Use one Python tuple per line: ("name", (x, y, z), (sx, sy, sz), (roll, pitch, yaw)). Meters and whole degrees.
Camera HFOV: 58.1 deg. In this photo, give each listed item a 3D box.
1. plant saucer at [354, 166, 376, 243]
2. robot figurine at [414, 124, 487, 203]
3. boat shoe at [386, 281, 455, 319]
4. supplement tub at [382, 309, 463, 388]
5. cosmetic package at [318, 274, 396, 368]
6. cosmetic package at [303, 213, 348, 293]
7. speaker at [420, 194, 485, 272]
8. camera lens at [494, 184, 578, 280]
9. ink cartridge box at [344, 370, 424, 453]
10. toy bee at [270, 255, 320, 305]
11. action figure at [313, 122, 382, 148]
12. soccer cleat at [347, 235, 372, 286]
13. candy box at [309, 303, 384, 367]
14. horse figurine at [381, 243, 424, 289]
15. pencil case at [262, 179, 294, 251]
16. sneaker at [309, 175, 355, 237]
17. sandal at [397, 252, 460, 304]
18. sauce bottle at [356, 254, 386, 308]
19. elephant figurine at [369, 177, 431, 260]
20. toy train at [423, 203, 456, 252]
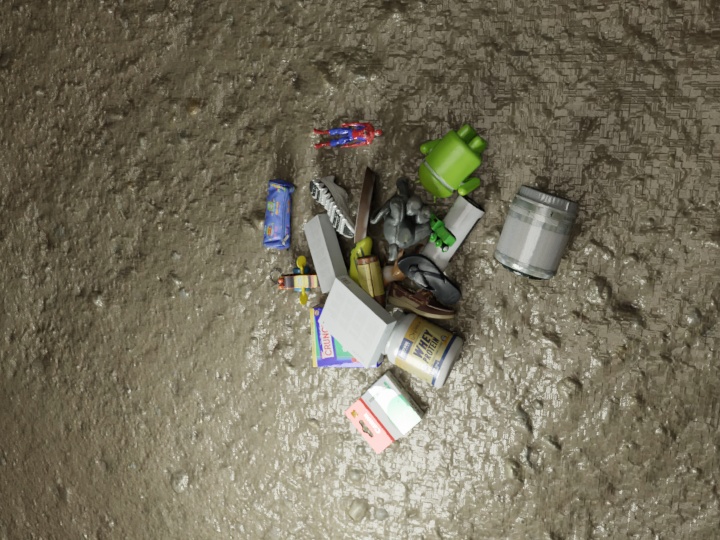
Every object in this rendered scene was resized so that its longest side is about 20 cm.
("plant saucer", (0.014, -0.170, 1.705), (0.031, 0.200, 0.205), (9, 101, 1))
("robot figurine", (0.228, -0.272, 1.646), (0.200, 0.115, 0.176), (-47, 73, 18))
("boat shoe", (0.166, 0.077, 1.745), (0.197, 0.072, 0.074), (18, 102, 25))
("supplement tub", (0.159, 0.204, 1.723), (0.197, 0.144, 0.147), (26, 105, 15))
("cosmetic package", (-0.012, 0.133, 1.708), (0.199, 0.051, 0.153), (41, 122, 27))
("cosmetic package", (-0.094, -0.048, 1.801), (0.082, 0.050, 0.204), (-30, 73, 51))
("speaker", (0.236, -0.094, 1.689), (0.081, 0.081, 0.202), (37, 107, 12))
("camera lens", (0.426, -0.089, 1.575), (0.157, 0.160, 0.204), (21, 104, 16))
("ink cartridge box", (0.061, 0.411, 1.841), (0.200, 0.050, 0.161), (-44, 81, 18))
("toy bee", (-0.185, 0.037, 1.850), (0.197, 0.108, 0.133), (-23, 91, 22))
("action figure", (-0.034, -0.369, 1.772), (0.196, 0.052, 0.067), (-2, 93, 18))
("soccer cleat", (0.000, 0.000, 1.790), (0.083, 0.064, 0.203), (36, 119, 26))
("candy box", (-0.039, 0.182, 1.830), (0.196, 0.077, 0.173), (-2, 95, 21))
("horse figurine", (0.086, -0.012, 1.745), (0.198, 0.049, 0.135), (-23, 63, 39))
("pencil case", (-0.233, -0.158, 1.856), (0.086, 0.077, 0.205), (18, 105, 47))
("sneaker", (-0.060, -0.181, 1.774), (0.202, 0.080, 0.075), (57, 151, 17))
("sandal", (0.182, 0.023, 1.672), (0.198, 0.043, 0.076), (34, 124, -15))
("sauce bottle", (0.033, 0.062, 1.727), (0.065, 0.066, 0.205), (-6, 96, 21))
("elephant figurine", (0.097, -0.141, 1.673), (0.152, 0.200, 0.144), (-20, 113, -13))
("toy train", (0.185, -0.115, 1.669), (0.057, 0.041, 0.201), (-48, 38, 12))
